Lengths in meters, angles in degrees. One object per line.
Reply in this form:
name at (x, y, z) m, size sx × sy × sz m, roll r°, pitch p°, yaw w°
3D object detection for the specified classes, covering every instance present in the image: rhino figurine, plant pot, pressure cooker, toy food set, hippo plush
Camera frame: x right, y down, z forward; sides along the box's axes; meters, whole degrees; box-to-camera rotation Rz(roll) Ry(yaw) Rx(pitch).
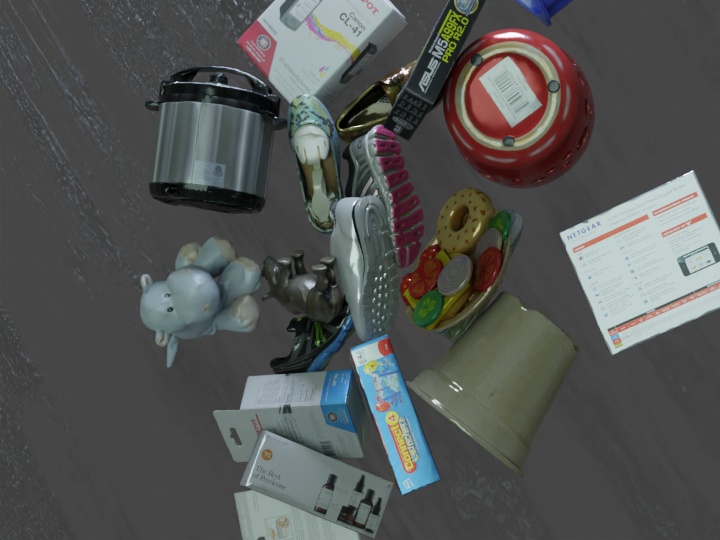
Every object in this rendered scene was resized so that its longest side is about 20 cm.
rhino figurine at (-0.091, 0.021, 1.735) m, size 0.199 × 0.059 × 0.089 m, roll 13°, pitch 115°, yaw 54°
plant pot at (0.190, 0.140, 1.636) m, size 0.199 × 0.200 × 0.184 m, roll 37°, pitch 87°, yaw 13°
pressure cooker at (-0.205, -0.189, 1.745) m, size 0.177 × 0.174 × 0.204 m, roll 4°, pitch 87°, yaw 44°
toy food set at (0.128, -0.008, 1.660) m, size 0.048 × 0.198 × 0.200 m, roll 36°, pitch 101°, yaw -30°
hippo plush at (-0.253, 0.028, 1.757) m, size 0.198 × 0.160 × 0.162 m, roll -21°, pitch 76°, yaw 20°
plant pot at (0.205, -0.216, 1.634) m, size 0.197 × 0.182 × 0.204 m, roll 0°, pitch 90°, yaw 18°

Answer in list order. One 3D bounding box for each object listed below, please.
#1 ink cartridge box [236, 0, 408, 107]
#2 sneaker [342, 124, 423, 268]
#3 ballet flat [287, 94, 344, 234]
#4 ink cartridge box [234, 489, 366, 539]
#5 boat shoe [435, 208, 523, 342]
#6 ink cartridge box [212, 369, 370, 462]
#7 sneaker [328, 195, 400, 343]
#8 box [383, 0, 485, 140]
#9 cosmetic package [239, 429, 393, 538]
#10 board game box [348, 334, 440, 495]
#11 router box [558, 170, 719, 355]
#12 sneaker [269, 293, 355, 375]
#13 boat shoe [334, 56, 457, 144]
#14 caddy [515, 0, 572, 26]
ink cartridge box at (-0.055, -0.341, 1.758) m, size 0.200 × 0.085 × 0.148 m, roll -45°, pitch 78°, yaw 12°
sneaker at (0.027, -0.101, 1.738) m, size 0.087 × 0.073 × 0.203 m, roll -7°, pitch 103°, yaw 43°
ballet flat at (-0.059, -0.144, 1.723) m, size 0.073 × 0.074 × 0.203 m, roll -8°, pitch 114°, yaw 15°
ink cartridge box at (-0.078, 0.400, 1.768) m, size 0.173 × 0.045 × 0.204 m, roll -13°, pitch 85°, yaw 14°
boat shoe at (0.165, 0.008, 1.704) m, size 0.062 × 0.072 × 0.201 m, roll 36°, pitch 92°, yaw -29°
ink cartridge box at (-0.096, 0.207, 1.737) m, size 0.196 × 0.068 × 0.117 m, roll -5°, pitch 130°, yaw 15°
sneaker at (0.000, 0.000, 1.696) m, size 0.080 × 0.076 × 0.204 m, roll -6°, pitch 87°, yaw 40°
box at (0.095, -0.270, 1.608) m, size 0.044 × 0.200 × 0.162 m, roll 28°, pitch 81°, yaw -2°
cosmetic package at (-0.059, 0.295, 1.699) m, size 0.197 × 0.051 × 0.084 m, roll 23°, pitch 77°, yaw -11°
board game box at (0.043, 0.195, 1.656) m, size 0.055 × 0.200 × 0.199 m, roll -20°, pitch 83°, yaw -3°
router box at (0.391, -0.008, 1.642) m, size 0.198 × 0.049 × 0.182 m, roll -24°, pitch 82°, yaw 14°
sneaker at (-0.059, 0.084, 1.756) m, size 0.082 × 0.071 × 0.200 m, roll 40°, pitch 102°, yaw 7°
boat shoe at (0.053, -0.243, 1.733) m, size 0.199 × 0.068 × 0.072 m, roll -38°, pitch 77°, yaw 10°
caddy at (0.220, -0.425, 1.654) m, size 0.104 × 0.141 × 0.202 m, roll -31°, pitch 80°, yaw 8°
